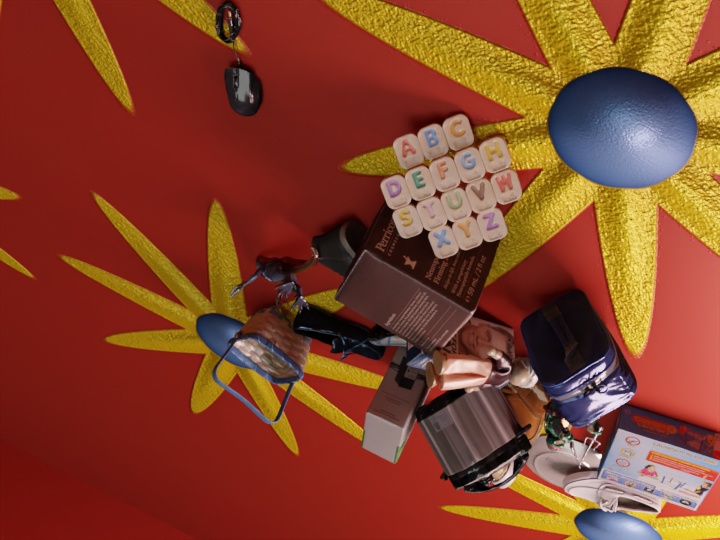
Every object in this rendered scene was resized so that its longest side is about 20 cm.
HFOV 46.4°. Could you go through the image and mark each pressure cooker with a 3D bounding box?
[{"bbox_3d":[0.214,0.312,1.571,0.202,0.176,0.176,59,160,10],"label":"pressure cooker"}]

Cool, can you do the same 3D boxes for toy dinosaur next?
[{"bbox_3d":[-0.148,0.005,1.600,0.200,0.182,0.104,-47,128,11],"label":"toy dinosaur"}]

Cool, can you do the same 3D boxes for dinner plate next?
[{"bbox_3d":[0.433,0.415,1.774,0.196,0.024,0.202,18,141,15],"label":"dinner plate"}]

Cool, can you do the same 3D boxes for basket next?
[{"bbox_3d":[-0.200,0.194,1.758,0.176,0.202,0.138,44,140,-20],"label":"basket"}]

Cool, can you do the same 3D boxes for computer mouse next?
[{"bbox_3d":[-0.192,-0.317,1.291,0.057,0.034,0.202,14,141,19],"label":"computer mouse"}]

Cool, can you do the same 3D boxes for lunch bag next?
[{"bbox_3d":[0.342,0.138,1.343,0.135,0.201,0.133,-34,120,14],"label":"lunch bag"}]

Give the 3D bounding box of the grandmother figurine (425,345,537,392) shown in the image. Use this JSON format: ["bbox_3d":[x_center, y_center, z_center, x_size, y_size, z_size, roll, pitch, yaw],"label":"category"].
[{"bbox_3d":[0.209,0.172,1.408,0.195,0.062,0.122,3,150,-18],"label":"grandmother figurine"}]

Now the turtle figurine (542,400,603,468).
[{"bbox_3d":[0.372,0.259,1.490,0.099,0.149,0.205,19,110,31],"label":"turtle figurine"}]

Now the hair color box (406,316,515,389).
[{"bbox_3d":[0.178,0.134,1.484,0.196,0.102,0.060,17,147,-23],"label":"hair color box"}]

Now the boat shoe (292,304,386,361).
[{"bbox_3d":[-0.047,0.145,1.716,0.196,0.069,0.085,20,143,10],"label":"boat shoe"}]

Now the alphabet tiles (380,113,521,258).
[{"bbox_3d":[0.134,-0.121,1.246,0.196,0.015,0.199,-18,106,16],"label":"alphabet tiles"}]

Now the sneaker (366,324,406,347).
[{"bbox_3d":[0.094,0.124,1.600,0.197,0.072,0.073,-10,124,41],"label":"sneaker"}]

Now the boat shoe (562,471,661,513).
[{"bbox_3d":[0.511,0.456,1.709,0.195,0.066,0.074,-1,137,17],"label":"boat shoe"}]

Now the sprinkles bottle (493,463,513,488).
[{"bbox_3d":[0.251,0.390,1.819,0.199,0.069,0.068,39,142,-14],"label":"sprinkles bottle"}]

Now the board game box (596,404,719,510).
[{"bbox_3d":[0.566,0.356,1.589,0.196,0.056,0.198,16,142,14],"label":"board game box"}]

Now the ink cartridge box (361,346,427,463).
[{"bbox_3d":[0.080,0.249,1.652,0.082,0.202,0.148,22,143,12],"label":"ink cartridge box"}]

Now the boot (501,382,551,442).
[{"bbox_3d":[0.305,0.249,1.622,0.154,0.074,0.200,38,134,-12],"label":"boot"}]

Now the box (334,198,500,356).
[{"bbox_3d":[0.092,-0.002,1.373,0.197,0.168,0.165,29,145,-4],"label":"box"}]

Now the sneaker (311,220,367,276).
[{"bbox_3d":[0.000,0.000,1.523,0.105,0.075,0.202,-12,119,47],"label":"sneaker"}]
